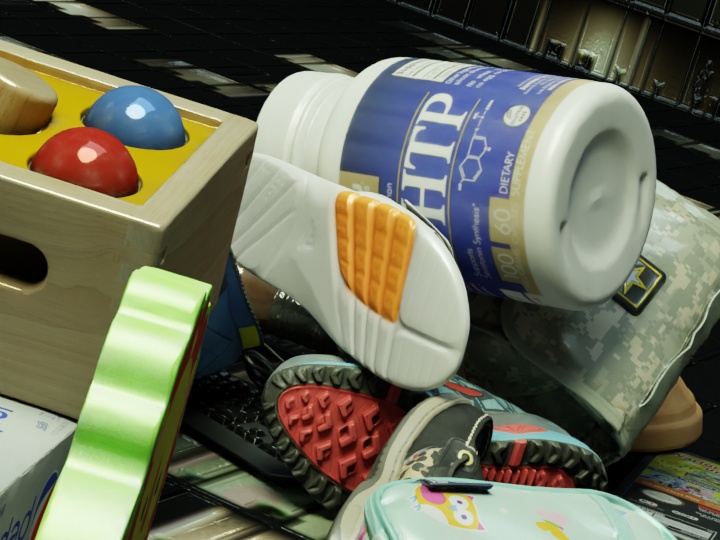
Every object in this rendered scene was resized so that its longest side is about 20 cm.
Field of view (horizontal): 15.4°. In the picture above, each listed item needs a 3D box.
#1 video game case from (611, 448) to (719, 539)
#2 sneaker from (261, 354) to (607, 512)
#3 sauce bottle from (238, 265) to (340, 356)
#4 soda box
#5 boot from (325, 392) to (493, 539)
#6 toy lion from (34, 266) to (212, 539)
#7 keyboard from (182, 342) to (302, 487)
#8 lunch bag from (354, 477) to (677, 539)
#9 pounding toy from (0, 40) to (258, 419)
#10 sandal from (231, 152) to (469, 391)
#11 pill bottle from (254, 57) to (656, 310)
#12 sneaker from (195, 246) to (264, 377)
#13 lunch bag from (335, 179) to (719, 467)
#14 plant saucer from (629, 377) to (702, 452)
[{"bbox_3d":[0.241,0.157,1.493,0.199,0.026,0.181,19,13,13],"label":"video game case"},{"bbox_3d":[0.027,0.090,1.394,0.199,0.080,0.096,22,10,-27],"label":"sneaker"},{"bbox_3d":[-0.096,0.003,1.616,0.199,0.065,0.065,19,13,11],"label":"sauce bottle"},{"bbox_3d":[-0.173,0.098,1.109,0.068,0.064,0.200,18,13,5],"label":"soda box"},{"bbox_3d":[0.071,0.133,1.241,0.150,0.073,0.200,20,21,12],"label":"boot"},{"bbox_3d":[-0.093,0.098,0.920,0.068,0.192,0.200,17,13,0],"label":"toy lion"},{"bbox_3d":[-0.068,0.062,1.458,0.104,0.040,0.200,2,20,-47],"label":"keyboard"},{"bbox_3d":[0.084,0.161,1.054,0.160,0.077,0.200,4,33,-26],"label":"lunch bag"},{"bbox_3d":[-0.168,-0.044,1.200,0.199,0.143,0.184,18,23,7],"label":"pounding toy"},{"bbox_3d":[0.002,-0.008,1.365,0.059,0.079,0.206,6,20,-42],"label":"sandal"},{"bbox_3d":[0.046,-0.051,1.423,0.199,0.120,0.120,10,6,34],"label":"pill bottle"},{"bbox_3d":[-0.105,0.002,1.368,0.066,0.078,0.200,61,-8,29],"label":"sneaker"},{"bbox_3d":[0.103,0.017,1.509,0.199,0.118,0.164,14,46,30],"label":"lunch bag"},{"bbox_3d":[0.114,0.065,1.636,0.199,0.038,0.200,10,11,-2],"label":"plant saucer"}]
